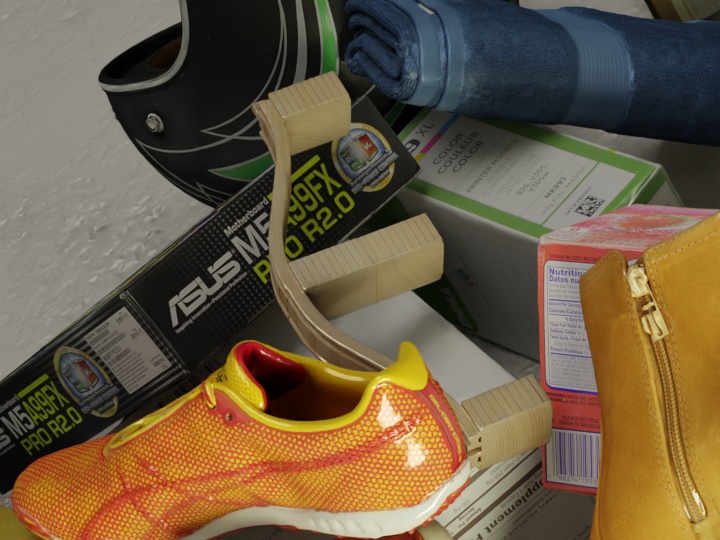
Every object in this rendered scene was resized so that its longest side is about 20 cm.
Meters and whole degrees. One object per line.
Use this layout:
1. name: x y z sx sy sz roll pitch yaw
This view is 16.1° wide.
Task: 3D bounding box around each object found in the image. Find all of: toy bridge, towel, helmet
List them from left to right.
1. helmet: -0.023 -0.116 1.251 0.199 0.191 0.200 11 17 -3
2. toy bridge: 0.000 0.000 1.007 0.067 0.027 0.200 -21 53 -16
3. towel: 0.099 -0.091 1.135 0.199 0.049 0.112 6 13 -18

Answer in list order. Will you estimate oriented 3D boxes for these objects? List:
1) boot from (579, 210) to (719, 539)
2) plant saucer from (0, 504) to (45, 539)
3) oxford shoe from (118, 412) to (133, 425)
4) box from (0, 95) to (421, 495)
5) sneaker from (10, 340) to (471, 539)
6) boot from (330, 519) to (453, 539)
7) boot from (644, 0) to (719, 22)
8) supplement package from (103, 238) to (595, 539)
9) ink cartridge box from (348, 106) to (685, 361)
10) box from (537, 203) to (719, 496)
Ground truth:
1. boot: 0.107 0.070 0.926 0.201 0.071 0.144 -40 65 45
2. plant saucer: -0.197 0.183 1.038 0.200 0.048 0.201 10 76 51
3. oxford shoe: -0.086 0.090 1.178 0.200 0.071 0.075 -40 25 -28
4. box: -0.081 0.014 1.131 0.160 0.044 0.200 -42 5 -35
5. sneaker: -0.051 0.063 0.970 0.199 0.077 0.073 -12 19 28
6. boot: 0.027 0.187 0.932 0.107 0.201 0.075 -18 -11 -27
7. boot: 0.195 -0.218 1.299 0.154 0.072 0.200 -25 43 12
8. supplement package: -0.023 0.113 1.062 0.200 0.111 0.156 -39 37 -8
9. ink cartridge box: 0.068 -0.016 1.143 0.059 0.104 0.200 -47 38 -18
10. box: 0.174 0.034 0.962 0.199 0.103 0.095 4 13 31
